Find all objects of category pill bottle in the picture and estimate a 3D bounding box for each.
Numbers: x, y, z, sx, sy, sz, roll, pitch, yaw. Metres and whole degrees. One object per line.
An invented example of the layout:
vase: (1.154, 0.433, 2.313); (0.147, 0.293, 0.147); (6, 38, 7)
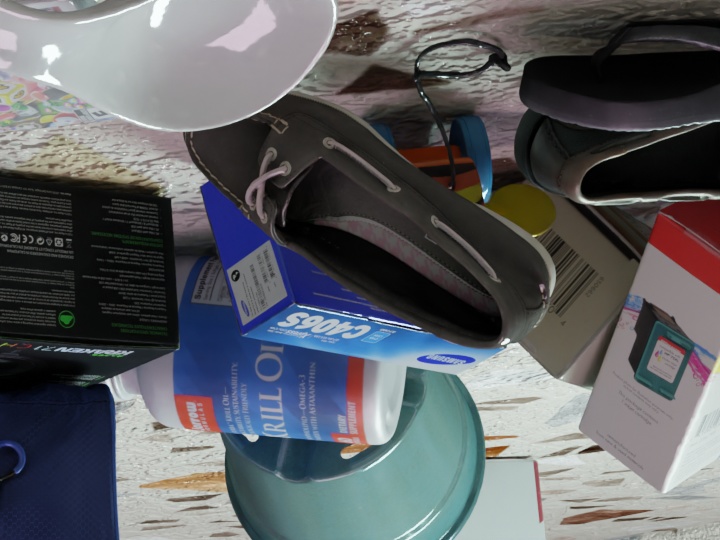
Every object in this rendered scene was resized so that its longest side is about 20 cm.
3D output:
pill bottle: (-0.075, 0.048, 1.135); (0.200, 0.112, 0.112); (3, 167, 10)

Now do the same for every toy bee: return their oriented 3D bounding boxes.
toy bee: (0.030, -0.028, 0.919); (0.131, 0.109, 0.200); (-10, 166, 11)

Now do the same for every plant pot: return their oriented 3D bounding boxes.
plant pot: (-0.018, 0.103, 1.272); (0.200, 0.201, 0.196); (-7, 157, 6)

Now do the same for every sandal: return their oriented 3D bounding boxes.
sandal: (0.170, -0.098, 0.825); (0.200, 0.043, 0.076); (-4, -158, -3)

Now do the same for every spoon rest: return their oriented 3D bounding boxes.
spoon rest: (-0.094, -0.096, 0.691); (0.200, 0.061, 0.099); (9, 136, -39)

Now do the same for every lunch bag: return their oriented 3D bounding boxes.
lunch bag: (-0.217, 0.138, 1.039); (0.132, 0.136, 0.200); (1, 165, -17)

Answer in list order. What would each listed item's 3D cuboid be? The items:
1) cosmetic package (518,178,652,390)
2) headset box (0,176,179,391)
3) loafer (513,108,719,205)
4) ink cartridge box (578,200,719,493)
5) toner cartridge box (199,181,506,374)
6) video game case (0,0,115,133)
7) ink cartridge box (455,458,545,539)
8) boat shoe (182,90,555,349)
cosmetic package: (0.153, 0.017, 1.097); (0.087, 0.103, 0.200); (-50, 152, 11)
headset box: (-0.229, 0.018, 1.034); (0.174, 0.093, 0.200); (7, 162, -36)
loafer: (0.177, -0.058, 0.876); (0.200, 0.072, 0.063); (-8, -151, -13)
ink cartridge box: (0.204, 0.014, 0.988); (0.116, 0.067, 0.200); (-24, 141, -40)
toner cartridge box: (0.000, 0.000, 1.029); (0.043, 0.095, 0.200); (-30, 153, 31)
video game case: (-0.205, -0.086, 0.796); (0.200, 0.018, 0.143); (-7, 166, 6)
ink cartridge box: (0.118, 0.315, 2.164); (0.144, 0.146, 0.200); (0, 165, -19)
boat shoe: (-0.003, -0.027, 0.839); (0.200, 0.067, 0.057); (28, -149, 10)
